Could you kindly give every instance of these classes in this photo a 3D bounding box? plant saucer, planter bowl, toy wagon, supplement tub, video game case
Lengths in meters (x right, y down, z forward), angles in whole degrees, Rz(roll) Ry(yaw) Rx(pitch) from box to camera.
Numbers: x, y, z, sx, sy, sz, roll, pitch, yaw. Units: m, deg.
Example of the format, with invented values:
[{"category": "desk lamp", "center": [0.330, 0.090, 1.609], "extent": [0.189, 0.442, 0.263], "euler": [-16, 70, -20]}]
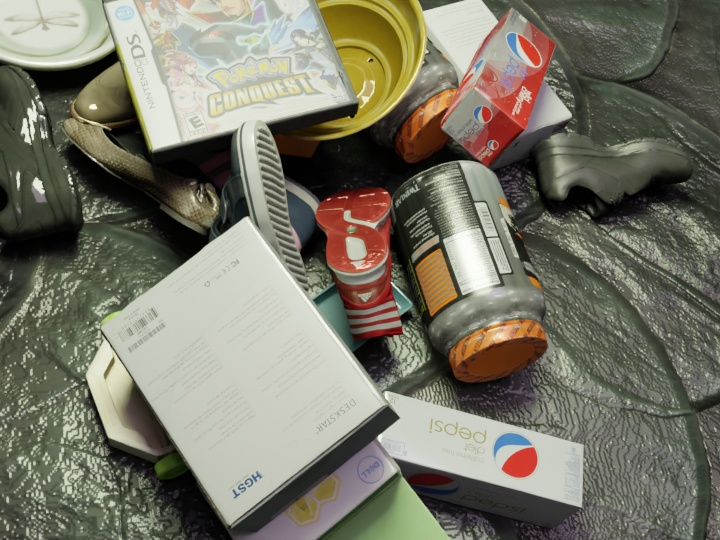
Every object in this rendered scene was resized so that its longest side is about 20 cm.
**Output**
[{"category": "plant saucer", "center": [-0.345, -0.281, 1.085], "extent": [0.199, 0.050, 0.201], "euler": [9, 57, -13]}, {"category": "planter bowl", "center": [-0.025, -0.207, 1.021], "extent": [0.199, 0.083, 0.201], "euler": [-4, 72, 13]}, {"category": "toy wagon", "center": [-0.139, 0.092, 0.906], "extent": [0.199, 0.040, 0.156], "euler": [-19, 66, -19]}, {"category": "supplement tub", "center": [0.026, -0.224, 1.124], "extent": [0.122, 0.123, 0.200], "euler": [-29, 72, -30]}, {"category": "supplement tub", "center": [0.110, 0.002, 1.008], "extent": [0.122, 0.123, 0.201], "euler": [-5, 61, -21]}, {"category": "video game case", "center": [-0.124, -0.203, 0.951], "extent": [0.199, 0.026, 0.181], "euler": [-16, 67, -14]}, {"category": "plant saucer", "center": [-0.039, 0.064, 0.985], "extent": [0.200, 0.019, 0.070], "euler": [-35, 73, -33]}]

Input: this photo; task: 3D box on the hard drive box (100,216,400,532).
[{"category": "hard drive box", "center": [-0.090, 0.085, 0.822], "extent": [0.156, 0.077, 0.200], "euler": [-37, 71, -1]}]

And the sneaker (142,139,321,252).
[{"category": "sneaker", "center": [-0.138, -0.075, 1.009], "extent": [0.199, 0.070, 0.082], "euler": [25, 53, 1]}]

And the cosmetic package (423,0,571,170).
[{"category": "cosmetic package", "center": [0.147, -0.223, 1.195], "extent": [0.101, 0.074, 0.200], "euler": [-21, 69, -29]}]

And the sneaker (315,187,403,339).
[{"category": "sneaker", "center": [0.000, 0.000, 0.994], "extent": [0.078, 0.116, 0.200], "euler": [-5, 26, 7]}]

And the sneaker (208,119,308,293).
[{"category": "sneaker", "center": [-0.105, -0.040, 0.928], "extent": [0.079, 0.201, 0.079], "euler": [-3, 29, 13]}]

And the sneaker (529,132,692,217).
[{"category": "sneaker", "center": [0.296, -0.105, 1.176], "extent": [0.199, 0.076, 0.091], "euler": [-1, 68, -10]}]

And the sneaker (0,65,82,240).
[{"category": "sneaker", "center": [-0.335, -0.115, 0.965], "extent": [0.090, 0.076, 0.201], "euler": [-19, 62, -16]}]

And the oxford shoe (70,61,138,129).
[{"category": "oxford shoe", "center": [-0.226, -0.219, 1.069], "extent": [0.070, 0.075, 0.200], "euler": [40, 56, 10]}]

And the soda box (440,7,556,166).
[{"category": "soda box", "center": [0.149, -0.198, 1.065], "extent": [0.070, 0.063, 0.200], "euler": [37, 41, -9]}]

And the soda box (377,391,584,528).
[{"category": "soda box", "center": [0.102, 0.177, 0.927], "extent": [0.199, 0.068, 0.064], "euler": [17, 56, -8]}]

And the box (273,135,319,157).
[{"category": "box", "center": [-0.146, -0.173, 1.029], "extent": [0.199, 0.042, 0.119], "euler": [1, 39, -40]}]

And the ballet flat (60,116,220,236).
[{"category": "ballet flat", "center": [-0.213, -0.102, 0.985], "extent": [0.200, 0.067, 0.046], "euler": [34, 95, 21]}]

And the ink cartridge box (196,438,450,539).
[{"category": "ink cartridge box", "center": [-0.022, 0.214, 0.839], "extent": [0.145, 0.048, 0.200], "euler": [-38, 71, -2]}]
